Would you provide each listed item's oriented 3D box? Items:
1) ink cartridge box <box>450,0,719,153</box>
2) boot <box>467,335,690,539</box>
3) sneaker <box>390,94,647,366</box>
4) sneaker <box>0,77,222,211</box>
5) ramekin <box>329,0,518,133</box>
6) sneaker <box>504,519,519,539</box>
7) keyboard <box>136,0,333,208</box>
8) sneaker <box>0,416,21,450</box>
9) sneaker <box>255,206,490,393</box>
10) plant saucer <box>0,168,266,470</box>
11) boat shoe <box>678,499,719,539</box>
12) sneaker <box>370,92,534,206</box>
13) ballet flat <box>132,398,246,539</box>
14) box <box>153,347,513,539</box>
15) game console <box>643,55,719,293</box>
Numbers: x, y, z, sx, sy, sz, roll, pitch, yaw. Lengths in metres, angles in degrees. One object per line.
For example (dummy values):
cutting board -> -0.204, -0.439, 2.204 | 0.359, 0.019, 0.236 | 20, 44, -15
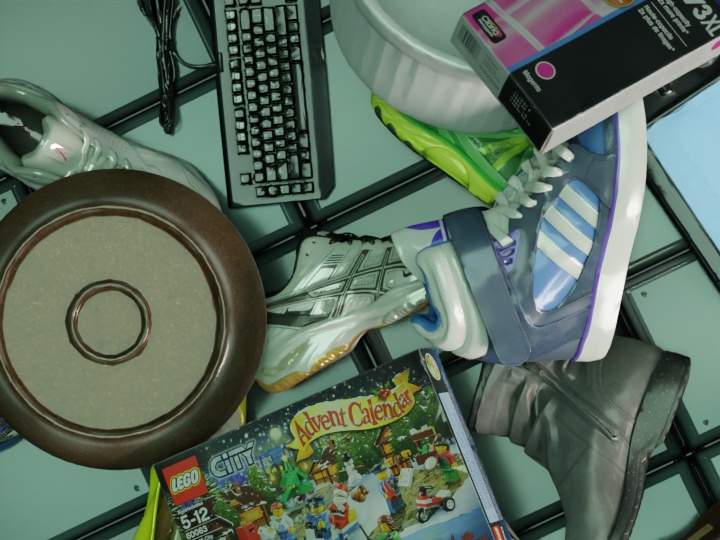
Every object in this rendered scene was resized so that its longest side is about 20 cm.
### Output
ink cartridge box -> 0.162, -0.155, 1.469 | 0.200, 0.037, 0.095 | -29, 72, -27
boot -> 0.129, 0.125, 1.585 | 0.132, 0.070, 0.200 | 20, 80, 9
sneaker -> 0.095, -0.036, 1.499 | 0.146, 0.081, 0.200 | 5, 107, -8
sneaker -> -0.188, -0.067, 1.598 | 0.200, 0.099, 0.078 | 26, 90, 6
ramekin -> 0.075, -0.186, 1.540 | 0.200, 0.098, 0.201 | 5, 62, -10
sneaker -> 0.074, 0.177, 1.563 | 0.074, 0.079, 0.200 | -24, 80, -28
keyboard -> -0.088, -0.143, 1.630 | 0.127, 0.021, 0.200 | -6, 87, 6
sneaker -> -0.227, 0.075, 1.610 | 0.200, 0.078, 0.075 | -24, 86, 5
sneaker -> 0.000, 0.000, 1.590 | 0.200, 0.076, 0.088 | -31, 86, 4
plant saucer -> -0.162, 0.033, 1.549 | 0.200, 0.034, 0.200 | 0, 93, 1
boat shoe -> 0.258, 0.193, 1.569 | 0.202, 0.075, 0.075 | -34, 107, 5
sneaker -> 0.101, -0.083, 1.582 | 0.200, 0.074, 0.084 | 35, 96, 6
ballet flat -> -0.110, 0.141, 1.599 | 0.067, 0.067, 0.200 | 13, 92, -24
box -> -0.019, 0.150, 1.514 | 0.200, 0.038, 0.137 | -25, 82, 18
game console -> 0.273, -0.086, 1.542 | 0.171, 0.118, 0.200 | -34, 85, 4
